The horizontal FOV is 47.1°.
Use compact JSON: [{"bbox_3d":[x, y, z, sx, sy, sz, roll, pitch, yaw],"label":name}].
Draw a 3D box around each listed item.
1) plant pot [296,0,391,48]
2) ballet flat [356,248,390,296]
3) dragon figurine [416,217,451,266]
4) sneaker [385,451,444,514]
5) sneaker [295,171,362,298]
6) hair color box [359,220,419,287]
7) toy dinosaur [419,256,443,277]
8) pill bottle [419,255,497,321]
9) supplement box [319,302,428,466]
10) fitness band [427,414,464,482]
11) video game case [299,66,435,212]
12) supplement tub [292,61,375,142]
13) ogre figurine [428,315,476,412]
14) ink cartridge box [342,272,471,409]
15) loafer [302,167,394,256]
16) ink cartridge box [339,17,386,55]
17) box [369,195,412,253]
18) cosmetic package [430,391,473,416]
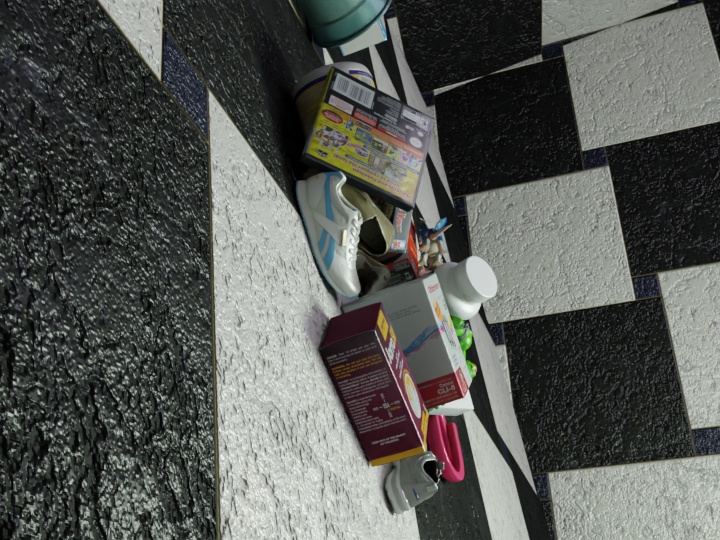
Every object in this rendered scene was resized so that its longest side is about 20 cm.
[{"bbox_3d":[-0.065,-0.611,1.737,0.196,0.200,0.200,51,23,-39],"label":"plant pot"},{"bbox_3d":[0.000,0.000,1.413,0.046,0.067,0.200,41,2,26],"label":"ballet flat"},{"bbox_3d":[0.140,-0.073,1.618,0.200,0.059,0.100,89,2,-65],"label":"dragon figurine"},{"bbox_3d":[0.094,0.311,1.283,0.200,0.082,0.075,-66,135,-72],"label":"sneaker"},{"bbox_3d":[-0.033,-0.054,1.276,0.077,0.081,0.200,-46,118,-78],"label":"sneaker"},{"bbox_3d":[0.053,-0.040,1.579,0.200,0.101,0.061,-90,158,-57],"label":"hair color box"},{"bbox_3d":[0.119,0.014,1.701,0.200,0.135,0.086,-63,133,-72],"label":"toy dinosaur"},{"bbox_3d":[0.150,0.052,1.518,0.111,0.200,0.111,25,50,-33],"label":"pill bottle"},{"bbox_3d":[0.023,0.162,1.189,0.110,0.086,0.200,-71,141,-70],"label":"supplement box"},{"bbox_3d":[0.162,0.330,1.664,0.144,0.037,0.200,54,20,-45],"label":"fitness band"},{"bbox_3d":[0.016,-0.213,1.341,0.200,0.025,0.181,24,63,-18],"label":"video game case"},{"bbox_3d":[-0.026,-0.240,1.430,0.145,0.145,0.200,25,47,-73],"label":"supplement tub"},{"bbox_3d":[0.151,0.168,1.485,0.120,0.098,0.200,-15,110,-63],"label":"ogre figurine"},{"bbox_3d":[0.079,0.120,1.355,0.145,0.145,0.200,-19,90,-76],"label":"ink cartridge box"},{"bbox_3d":[-0.012,-0.097,1.347,0.200,0.076,0.067,39,19,-27],"label":"loafer"},{"bbox_3d":[-0.016,-0.681,2.163,0.200,0.125,0.129,-95,161,-49],"label":"ink cartridge box"},{"bbox_3d":[0.048,-0.140,1.488,0.137,0.038,0.200,20,-77,61],"label":"box"},{"bbox_3d":[0.139,0.183,1.631,0.151,0.052,0.200,17,53,-51],"label":"cosmetic package"}]
